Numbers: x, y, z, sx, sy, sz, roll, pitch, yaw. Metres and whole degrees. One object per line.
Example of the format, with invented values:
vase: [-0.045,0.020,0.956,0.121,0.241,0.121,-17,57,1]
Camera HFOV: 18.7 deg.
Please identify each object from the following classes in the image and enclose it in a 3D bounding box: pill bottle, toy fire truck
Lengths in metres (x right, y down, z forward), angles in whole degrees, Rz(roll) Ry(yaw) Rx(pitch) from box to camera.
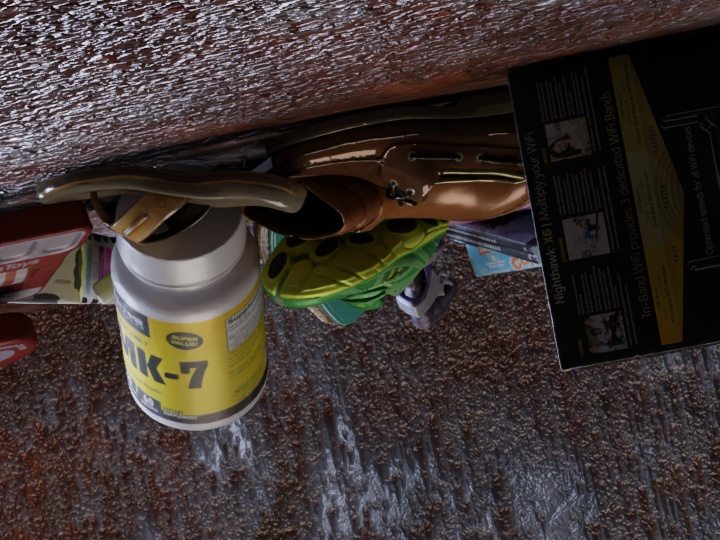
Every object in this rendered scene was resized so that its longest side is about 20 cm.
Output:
pill bottle: [-0.130,0.021,1.666,0.113,0.115,0.201,-10,140,-7]
toy fire truck: [-0.310,0.002,1.608,0.199,0.113,0.168,-10,162,-29]

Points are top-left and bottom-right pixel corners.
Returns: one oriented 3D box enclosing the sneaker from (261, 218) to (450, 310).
sneaker: [0.000,0.000,1.686,0.074,0.084,0.199,32,-148,28]

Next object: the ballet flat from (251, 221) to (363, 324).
ballet flat: [-0.053,-0.019,1.764,0.071,0.065,0.200,-45,147,-10]

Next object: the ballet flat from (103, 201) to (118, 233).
ballet flat: [-0.179,-0.040,1.839,0.067,0.047,0.200,-10,178,-12]

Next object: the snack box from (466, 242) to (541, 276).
snack box: [0.200,-0.050,1.899,0.199,0.037,0.116,-9,-155,27]

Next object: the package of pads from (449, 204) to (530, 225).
package of pads: [0.140,-0.088,1.799,0.198,0.076,0.120,-11,-178,19]

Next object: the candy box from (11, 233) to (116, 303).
candy box: [-0.277,-0.003,1.816,0.135,0.062,0.200,2,180,3]

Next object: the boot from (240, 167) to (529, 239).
boot: [0.022,-0.063,1.607,0.199,0.077,0.155,9,-164,23]

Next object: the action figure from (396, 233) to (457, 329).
action figure: [0.020,-0.025,1.857,0.070,0.130,0.200,-51,151,-5]

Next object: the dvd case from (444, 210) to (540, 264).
dvd case: [0.146,-0.063,1.897,0.145,0.022,0.200,-32,-154,-23]

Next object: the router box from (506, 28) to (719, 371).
router box: [0.190,-0.045,1.431,0.156,0.202,0.052,-10,177,7]

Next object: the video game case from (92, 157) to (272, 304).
video game case: [-0.120,-0.032,1.809,0.181,0.022,0.200,-35,175,7]

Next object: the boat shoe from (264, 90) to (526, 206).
boat shoe: [0.035,-0.080,1.534,0.198,0.069,0.072,-10,180,-5]

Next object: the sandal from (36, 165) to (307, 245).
sandal: [-0.135,-0.044,1.532,0.198,0.055,0.080,4,179,13]
